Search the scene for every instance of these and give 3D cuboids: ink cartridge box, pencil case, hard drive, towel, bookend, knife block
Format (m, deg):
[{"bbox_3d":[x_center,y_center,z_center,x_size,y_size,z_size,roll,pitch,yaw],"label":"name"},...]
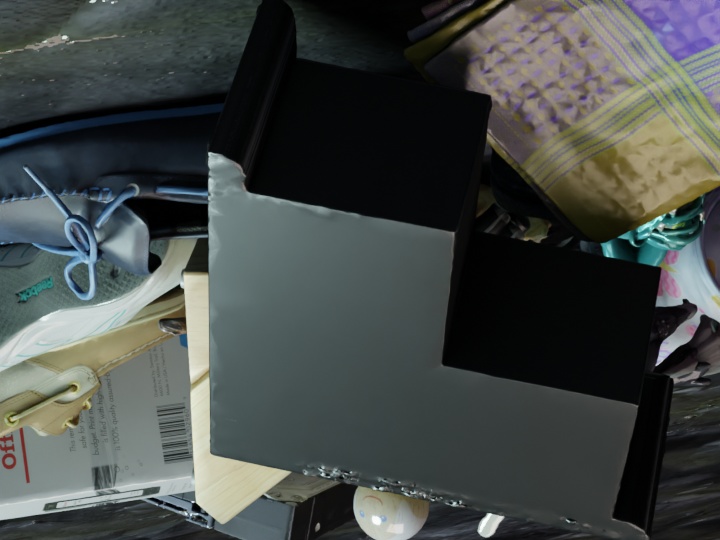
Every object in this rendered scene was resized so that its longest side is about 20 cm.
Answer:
[{"bbox_3d":[-0.165,0.077,1.282,0.199,0.117,0.068,-7,167,-12],"label":"ink cartridge box"},{"bbox_3d":[0.192,0.016,1.351,0.083,0.091,0.200,-4,164,-25],"label":"pencil case"},{"bbox_3d":[-0.058,0.123,1.421,0.139,0.038,0.200,16,-165,24],"label":"hard drive"},{"bbox_3d":[0.133,-0.088,0.874,0.199,0.023,0.144,-24,126,27],"label":"towel"},{"bbox_3d":[0.041,0.004,0.915,0.197,0.092,0.201,11,140,7],"label":"bookend"},{"bbox_3d":[0.003,0.032,1.088,0.174,0.201,0.064,4,-151,8],"label":"knife block"}]

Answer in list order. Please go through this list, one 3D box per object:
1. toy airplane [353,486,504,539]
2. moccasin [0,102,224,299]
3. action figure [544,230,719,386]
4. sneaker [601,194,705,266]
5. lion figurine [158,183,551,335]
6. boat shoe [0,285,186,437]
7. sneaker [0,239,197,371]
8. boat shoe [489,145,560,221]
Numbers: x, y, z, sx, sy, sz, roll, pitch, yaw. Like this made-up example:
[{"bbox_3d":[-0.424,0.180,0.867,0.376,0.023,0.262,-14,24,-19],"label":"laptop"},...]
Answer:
[{"bbox_3d":[0.034,0.091,1.301,0.198,0.142,0.200,17,174,-18],"label":"toy airplane"},{"bbox_3d":[-0.103,-0.032,1.001,0.199,0.069,0.080,-11,166,3],"label":"moccasin"},{"bbox_3d":[0.144,0.019,1.236,0.102,0.119,0.200,-26,-167,-10],"label":"action figure"},{"bbox_3d":[0.153,-0.052,1.082,0.077,0.080,0.200,-8,165,-7],"label":"sneaker"},{"bbox_3d":[0.000,0.000,1.184,0.199,0.073,0.122,-10,-172,17],"label":"lion figurine"},{"bbox_3d":[-0.184,0.060,1.216,0.199,0.067,0.074,-21,-159,-12],"label":"boat shoe"},{"bbox_3d":[-0.163,0.016,1.145,0.199,0.071,0.080,-18,167,25],"label":"sneaker"},{"bbox_3d":[0.150,-0.074,0.958,0.199,0.071,0.091,-3,135,1],"label":"boat shoe"}]
